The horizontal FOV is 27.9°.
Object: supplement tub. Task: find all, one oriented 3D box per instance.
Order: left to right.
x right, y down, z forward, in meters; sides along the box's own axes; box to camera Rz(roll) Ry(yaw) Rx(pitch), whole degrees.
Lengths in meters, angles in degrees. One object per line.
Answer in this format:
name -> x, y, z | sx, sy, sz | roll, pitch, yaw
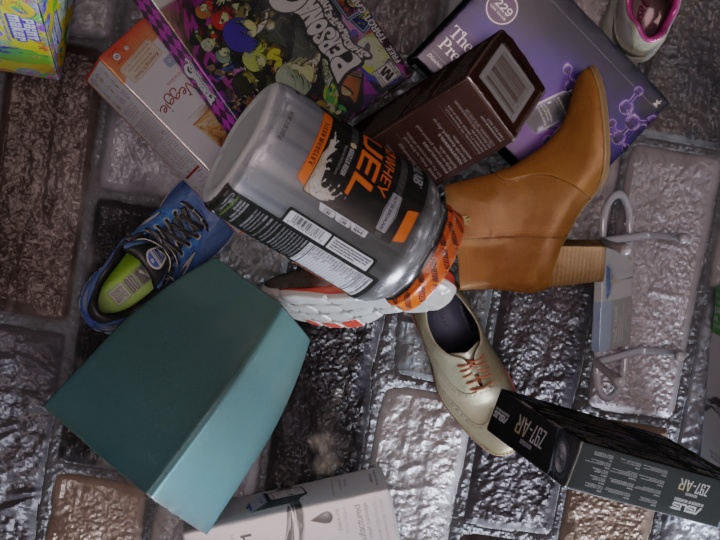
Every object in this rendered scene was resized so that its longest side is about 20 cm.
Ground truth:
supplement tub -> -0.020, -0.056, 1.202 | 0.199, 0.123, 0.123 | 31, 93, -17

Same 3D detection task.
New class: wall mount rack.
wall mount rack -> 0.247, 0.029, 1.331 | 0.074, 0.173, 0.202 | 5, 98, 35

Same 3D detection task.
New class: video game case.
video game case -> -0.076, -0.209, 1.297 | 0.181, 0.036, 0.201 | -36, 93, -28

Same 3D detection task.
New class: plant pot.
plant pot -> -0.148, 0.103, 1.302 | 0.141, 0.141, 0.200 | 35, 80, 26

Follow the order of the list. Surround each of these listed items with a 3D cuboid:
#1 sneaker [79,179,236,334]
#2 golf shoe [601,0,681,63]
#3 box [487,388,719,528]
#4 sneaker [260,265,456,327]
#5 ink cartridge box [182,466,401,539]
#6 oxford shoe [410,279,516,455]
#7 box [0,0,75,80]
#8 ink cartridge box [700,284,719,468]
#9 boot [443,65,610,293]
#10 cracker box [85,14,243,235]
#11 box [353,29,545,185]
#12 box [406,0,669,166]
sneaker -> -0.176, -0.017, 1.329 | 0.079, 0.089, 0.200 | 43, 86, -8
golf shoe -> 0.279, -0.291, 1.332 | 0.075, 0.092, 0.201 | 10, 94, -4
box -> 0.237, 0.172, 1.321 | 0.199, 0.160, 0.044 | 17, 96, -24
sneaker -> 0.000, 0.000, 1.342 | 0.199, 0.077, 0.082 | -6, 64, 25
ink cartridge box -> -0.058, 0.285, 1.376 | 0.199, 0.086, 0.147 | -12, 97, -4
oxford shoe -> 0.099, 0.092, 1.370 | 0.071, 0.074, 0.201 | -30, 98, 0
box -> -0.300, -0.290, 1.212 | 0.121, 0.200, 0.194 | 9, 78, -5
ink cartridge box -> 0.410, 0.121, 1.390 | 0.145, 0.084, 0.202 | 4, 96, -5
boot -> 0.146, -0.080, 1.284 | 0.143, 0.071, 0.203 | 0, 96, 1
cracker box -> -0.129, -0.151, 1.309 | 0.200, 0.058, 0.134 | 45, 63, -8
box -> 0.057, -0.120, 1.279 | 0.199, 0.100, 0.075 | -27, 108, 38
box -> 0.164, -0.177, 1.345 | 0.200, 0.079, 0.141 | 44, 89, -7
